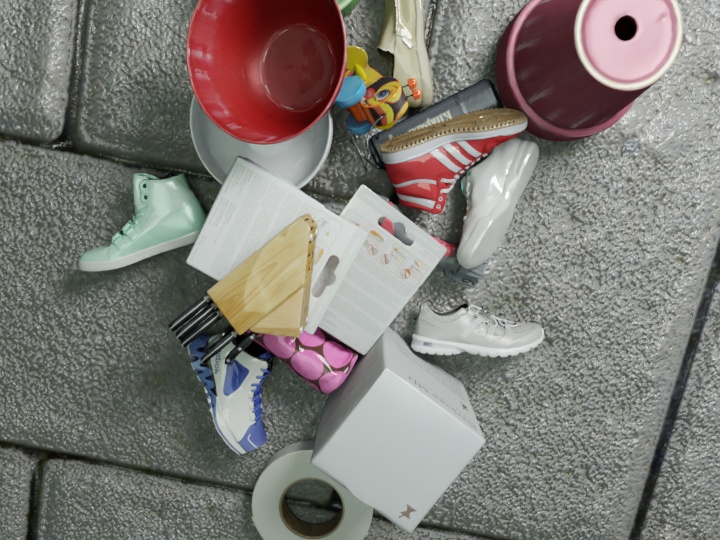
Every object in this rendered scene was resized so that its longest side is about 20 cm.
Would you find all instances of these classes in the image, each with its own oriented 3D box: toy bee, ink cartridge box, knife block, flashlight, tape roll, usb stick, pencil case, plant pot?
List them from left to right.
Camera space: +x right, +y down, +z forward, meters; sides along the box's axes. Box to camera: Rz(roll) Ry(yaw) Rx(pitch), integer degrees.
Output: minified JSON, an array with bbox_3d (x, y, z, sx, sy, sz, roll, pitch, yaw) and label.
[{"bbox_3d":[-0.150,0.020,0.716,0.173,0.064,0.203,8,100,2],"label":"knife block"},{"bbox_3d":[-0.113,-0.034,0.761,0.199,0.057,0.164,29,100,-6],"label":"ink cartridge box"},{"bbox_3d":[-0.098,0.094,0.845,0.199,0.091,0.094,39,67,-4],"label":"pencil case"},{"bbox_3d":[-0.078,0.378,0.919,0.200,0.037,0.205,0,100,1],"label":"tape roll"},{"bbox_3d":[0.000,0.000,0.801,0.159,0.047,0.201,34,101,-18],"label":"ink cartridge box"},{"bbox_3d":[0.023,-0.223,0.746,0.108,0.131,0.202,-27,70,7],"label":"toy bee"},{"bbox_3d":[0.092,-0.048,0.826,0.198,0.068,0.068,21,144,-5],"label":"flashlight"},{"bbox_3d":[0.106,-0.208,0.811,0.198,0.033,0.056,-25,99,7],"label":"usb stick"},{"bbox_3d":[0.289,-0.273,0.707,0.197,0.179,0.203,0,97,-4],"label":"plant pot"}]

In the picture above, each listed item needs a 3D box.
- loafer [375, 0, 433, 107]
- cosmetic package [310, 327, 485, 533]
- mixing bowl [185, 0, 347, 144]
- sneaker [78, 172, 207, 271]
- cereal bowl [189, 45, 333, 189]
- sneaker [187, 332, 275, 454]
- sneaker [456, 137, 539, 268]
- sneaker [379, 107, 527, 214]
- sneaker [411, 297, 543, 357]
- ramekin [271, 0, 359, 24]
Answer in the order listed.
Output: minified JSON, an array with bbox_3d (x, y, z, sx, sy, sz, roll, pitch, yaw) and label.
[{"bbox_3d":[0.053,-0.322,0.771,0.067,0.076,0.202,-13,100,-1],"label":"loafer"},{"bbox_3d":[0.049,0.212,0.802,0.167,0.200,0.167,36,99,-5],"label":"cosmetic package"},{"bbox_3d":[-0.095,-0.251,0.679,0.198,0.108,0.203,3,99,17],"label":"mixing bowl"},{"bbox_3d":[-0.332,-0.076,0.829,0.198,0.074,0.119,-20,105,-4],"label":"sneaker"},{"bbox_3d":[-0.133,-0.203,0.796,0.197,0.083,0.203,0,99,2],"label":"cereal bowl"},{"bbox_3d":[-0.175,0.174,0.865,0.114,0.081,0.201,-22,97,8],"label":"sneaker"},{"bbox_3d":[0.174,-0.100,0.804,0.088,0.075,0.201,25,82,27],"label":"sneaker"},{"bbox_3d":[0.136,-0.148,0.783,0.198,0.072,0.113,-13,121,11],"label":"sneaker"},{"bbox_3d":[0.175,0.083,0.838,0.197,0.075,0.083,0,93,-2],"label":"sneaker"},{"bbox_3d":[-0.075,-0.423,0.747,0.197,0.098,0.203,0,100,3],"label":"ramekin"}]
